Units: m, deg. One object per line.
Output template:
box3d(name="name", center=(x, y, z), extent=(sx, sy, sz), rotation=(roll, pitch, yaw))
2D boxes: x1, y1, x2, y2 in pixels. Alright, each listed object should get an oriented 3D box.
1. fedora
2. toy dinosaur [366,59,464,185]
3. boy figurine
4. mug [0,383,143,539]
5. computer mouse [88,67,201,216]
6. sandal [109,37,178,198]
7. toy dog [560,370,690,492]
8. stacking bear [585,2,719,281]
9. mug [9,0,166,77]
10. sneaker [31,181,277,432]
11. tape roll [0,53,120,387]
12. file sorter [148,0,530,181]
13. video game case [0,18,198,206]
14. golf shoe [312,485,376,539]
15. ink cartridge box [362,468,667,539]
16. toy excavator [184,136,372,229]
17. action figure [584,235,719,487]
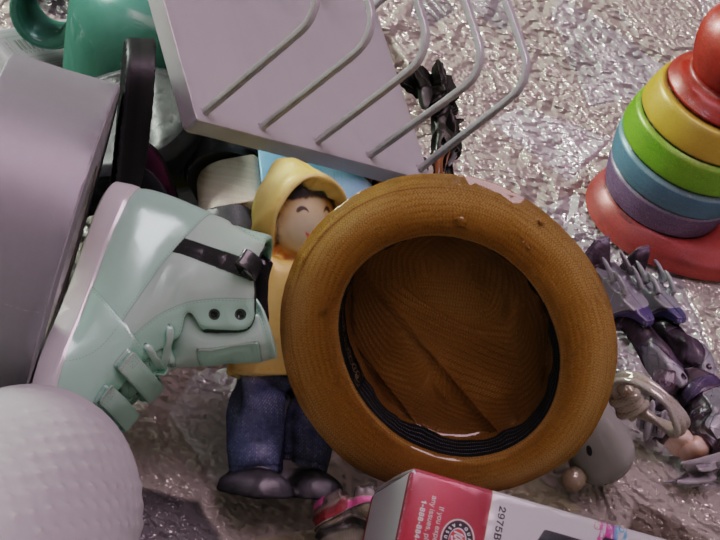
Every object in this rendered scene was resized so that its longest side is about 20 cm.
box3d(name="fedora", center=(0.051, 0.030, 1.524), extent=(0.200, 0.201, 0.082), rotation=(22, 21, -5))
box3d(name="toy dinosaur", center=(0.027, -0.056, 1.789), extent=(0.200, 0.102, 0.136), rotation=(39, 39, -68))
box3d(name="boy figurine", center=(-0.035, 0.034, 1.565), extent=(0.124, 0.200, 0.064), rotation=(7, -3, -25))
box3d(name="mug", center=(-0.199, 0.121, 1.362), extent=(0.200, 0.148, 0.175), rotation=(57, 28, -19))
box3d(name="computer mouse", center=(-0.187, -0.073, 1.663), extent=(0.200, 0.053, 0.139), rotation=(-10, 50, 8))
box3d(name="sandal", center=(-0.124, -0.040, 1.579), extent=(0.048, 0.201, 0.075), rotation=(3, 29, -8))
box3d(name="toy dog", center=(0.092, 0.071, 1.628), extent=(0.200, 0.132, 0.096), rotation=(45, 70, -8))
box3d(name="stacking bear", center=(0.247, -0.107, 1.878), extent=(0.114, 0.200, 0.122), rotation=(5, 41, -26))
box3d(name="mug", center=(-0.131, -0.158, 1.735), extent=(0.185, 0.115, 0.152), rotation=(-1, 41, -12))
box3d(name="sneaker", center=(-0.113, 0.056, 1.491), extent=(0.118, 0.074, 0.201), rotation=(14, 78, 11))
box3d(name="tape roll", center=(-0.195, -0.019, 1.511), extent=(0.066, 0.200, 0.200), rotation=(16, 37, -5))
box3d(name="file sorter", center=(-0.011, -0.154, 1.622), extent=(0.200, 0.124, 0.139), rotation=(13, 51, -44))
box3d(name="video game case", center=(-0.131, -0.112, 1.815), extent=(0.200, 0.023, 0.182), rotation=(-14, 52, -42))
box3d(name="golf shoe", center=(0.064, 0.184, 1.541), extent=(0.200, 0.073, 0.092), rotation=(8, 64, -19))
box3d(name="ink cartridge box", center=(0.096, 0.206, 1.457), extent=(0.200, 0.083, 0.146), rotation=(16, 71, -12))
box3d(name="toy excavator", center=(0.000, 0.000, 1.676), extent=(0.200, 0.195, 0.100), rotation=(-8, 40, 2))
box3d(name="action figure", center=(0.216, 0.068, 1.761), extent=(0.130, 0.069, 0.200), rotation=(-7, 50, -43))
